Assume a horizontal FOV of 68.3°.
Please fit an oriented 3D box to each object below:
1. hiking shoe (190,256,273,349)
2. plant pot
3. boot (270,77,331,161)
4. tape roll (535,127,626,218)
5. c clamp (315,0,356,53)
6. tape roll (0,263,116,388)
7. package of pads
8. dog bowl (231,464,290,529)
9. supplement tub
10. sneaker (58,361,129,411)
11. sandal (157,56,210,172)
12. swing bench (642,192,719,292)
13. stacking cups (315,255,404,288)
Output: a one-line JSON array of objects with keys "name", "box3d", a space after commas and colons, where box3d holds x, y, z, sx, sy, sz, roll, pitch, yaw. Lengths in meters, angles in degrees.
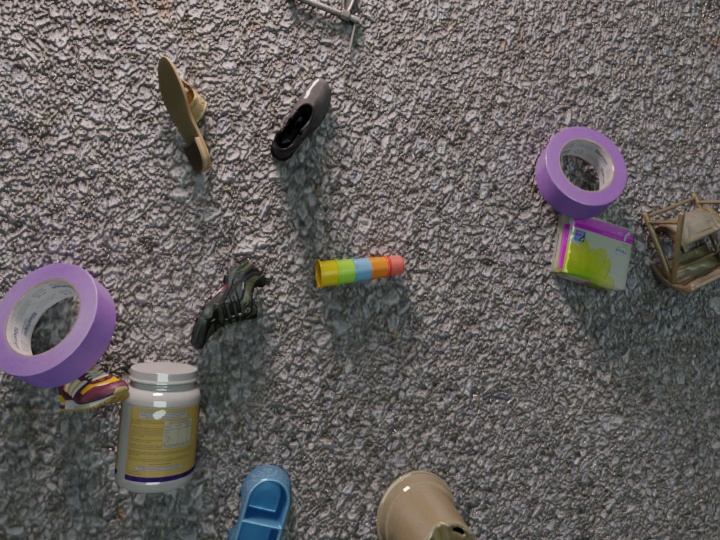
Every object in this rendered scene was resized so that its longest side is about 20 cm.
[{"name": "hiking shoe", "box3d": [-0.256, 0.078, 1.053, 0.099, 0.076, 0.204, 34, 80, -10]}, {"name": "plant pot", "box3d": [0.150, 0.559, 1.116, 0.192, 0.183, 0.210, 0, 90, -16]}, {"name": "boot", "box3d": [-0.108, -0.312, 1.066, 0.068, 0.131, 0.205, 30, 82, -13]}, {"name": "tape roll", "box3d": [0.515, -0.230, 1.243, 0.191, 0.066, 0.208, 2, 70, -5]}, {"name": "c clamp", "box3d": [-0.082, -0.587, 1.128, 0.193, 0.027, 0.177, 19, 85, -16]}, {"name": "tape roll", "box3d": [-0.533, 0.093, 0.924, 0.191, 0.066, 0.207, -4, 61, 7]}, {"name": "package of pads", "box3d": [0.566, -0.042, 1.297, 0.192, 0.068, 0.161, 13, 86, -15]}, {"name": "dog bowl", "box3d": [-0.203, 0.508, 1.082, 0.108, 0.049, 0.208, 18, 85, -15]}, {"name": "supplement tub", "box3d": [-0.372, 0.284, 0.984, 0.140, 0.145, 0.209, 6, 89, -16]}, {"name": "sneaker", "box3d": [-0.479, 0.194, 0.937, 0.074, 0.194, 0.094, -2, 80, -56]}, {"name": "sandal", "box3d": [-0.329, -0.309, 1.048, 0.069, 0.076, 0.219, -29, 107, -45]}, {"name": "swing bench", "box3d": [0.851, -0.074, 1.353, 0.192, 0.129, 0.208, -18, 100, -16]}, {"name": "stacking cups", "box3d": [0.000, 0.000, 1.144, 0.192, 0.060, 0.063, -5, 91, -21]}]
